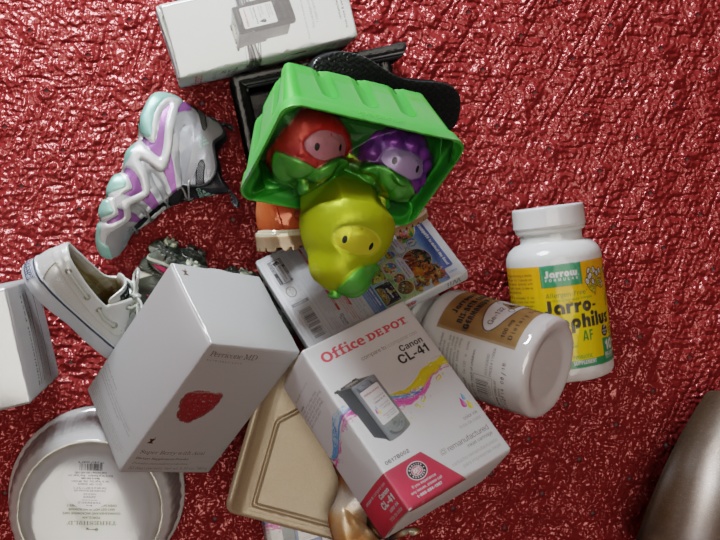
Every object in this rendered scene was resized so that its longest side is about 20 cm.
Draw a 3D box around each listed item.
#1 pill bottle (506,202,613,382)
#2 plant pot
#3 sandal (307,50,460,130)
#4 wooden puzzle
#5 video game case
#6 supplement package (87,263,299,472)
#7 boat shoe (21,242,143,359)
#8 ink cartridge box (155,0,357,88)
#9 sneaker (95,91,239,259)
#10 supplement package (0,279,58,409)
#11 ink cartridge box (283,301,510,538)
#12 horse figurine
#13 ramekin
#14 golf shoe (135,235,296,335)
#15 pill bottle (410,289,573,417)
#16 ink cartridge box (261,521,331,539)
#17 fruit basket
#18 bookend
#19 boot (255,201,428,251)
[{"bbox_3d":[0.230,0.024,1.337,0.113,0.113,0.200,-7,93,-7],"label":"pill bottle"},{"bbox_3d":[0.436,0.251,1.356,0.187,0.187,0.200,17,75,-8],"label":"plant pot"},{"bbox_3d":[0.019,-0.187,1.247,0.200,0.048,0.075,10,97,-36],"label":"sandal"},{"bbox_3d":[-0.032,0.200,1.269,0.200,0.037,0.185,17,86,-11],"label":"wooden puzzle"},{"bbox_3d":[0.000,0.000,1.299,0.200,0.018,0.143,-26,55,-13],"label":"video game case"},{"bbox_3d":[-0.182,0.108,1.224,0.121,0.120,0.200,9,128,-43],"label":"supplement package"},{"bbox_3d":[-0.270,0.032,1.249,0.086,0.075,0.202,-31,132,10],"label":"boat shoe"},{"bbox_3d":[-0.117,-0.266,1.263,0.200,0.145,0.084,-15,97,-7],"label":"ink cartridge box"},{"bbox_3d":[-0.205,-0.088,1.287,0.140,0.078,0.200,23,90,-1],"label":"sneaker"},{"bbox_3d":[-0.403,0.082,1.206,0.121,0.200,0.120,-12,94,-6],"label":"supplement package"},{"bbox_3d":[0.036,0.153,1.197,0.147,0.086,0.200,-25,70,-31],"label":"ink cartridge box"},{"bbox_3d":[0.012,0.248,1.234,0.132,0.050,0.200,10,85,-17],"label":"horse figurine"},{"bbox_3d":[-0.298,0.258,1.282,0.200,0.105,0.201,0,92,-7],"label":"ramekin"},{"bbox_3d":[-0.163,0.037,1.317,0.200,0.077,0.088,25,110,-6],"label":"golf shoe"},{"bbox_3d":[0.125,0.083,1.282,0.200,0.114,0.115,16,91,35],"label":"pill bottle"},{"bbox_3d":[-0.041,0.288,1.326,0.145,0.088,0.200,-9,90,-7],"label":"ink cartridge box"},{"bbox_3d":[-0.010,-0.085,1.135,0.215,0.216,0.156,27,133,-8],"label":"fruit basket"},{"bbox_3d":[-0.032,-0.139,1.306,0.198,0.092,0.200,-12,95,-7],"label":"bookend"},{"bbox_3d":[-0.019,-0.082,1.238,0.200,0.075,0.107,-6,93,-25],"label":"boot"}]
